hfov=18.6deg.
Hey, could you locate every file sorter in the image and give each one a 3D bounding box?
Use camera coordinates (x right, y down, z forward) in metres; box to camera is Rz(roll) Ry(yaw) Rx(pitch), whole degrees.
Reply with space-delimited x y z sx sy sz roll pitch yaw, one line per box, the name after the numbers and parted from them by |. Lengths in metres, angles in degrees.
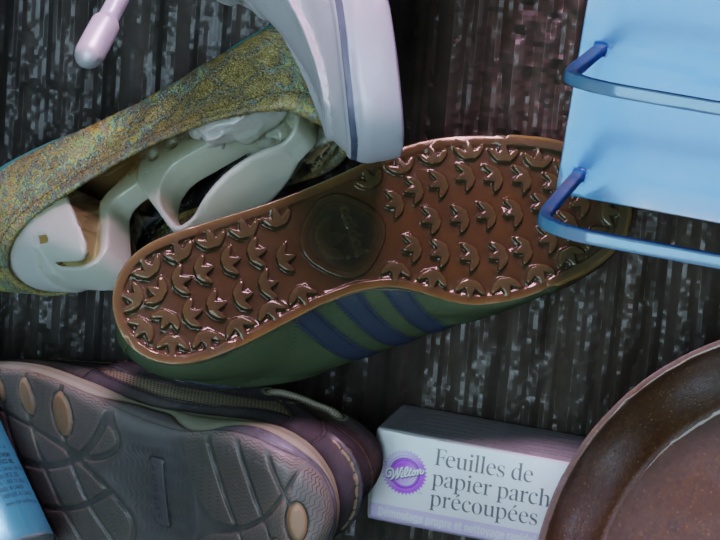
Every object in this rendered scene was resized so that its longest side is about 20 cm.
0.142 -0.103 0.718 0.138 0.123 0.201 11 103 10 | file sorter

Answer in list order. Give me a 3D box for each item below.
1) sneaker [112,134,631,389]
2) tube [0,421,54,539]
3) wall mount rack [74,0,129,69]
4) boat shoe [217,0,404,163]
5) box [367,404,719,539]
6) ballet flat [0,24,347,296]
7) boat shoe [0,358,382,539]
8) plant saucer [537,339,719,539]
0.000 0.000 0.855 0.199 0.090 0.067 -14 79 -11 | sneaker
-0.190 0.034 0.890 0.200 0.077 0.050 60 146 16 | tube
-0.035 -0.161 0.731 0.199 0.074 0.174 -11 83 35 | wall mount rack
-0.036 -0.126 0.815 0.065 0.074 0.201 -15 70 -7 | boat shoe
0.104 0.091 0.855 0.199 0.041 0.039 9 102 14 | box
-0.086 -0.030 0.868 0.200 0.071 0.071 -28 92 17 | ballet flat
-0.076 0.074 0.889 0.200 0.073 0.075 14 112 35 | boat shoe
0.162 0.121 0.788 0.199 0.034 0.201 -4 75 15 | plant saucer
